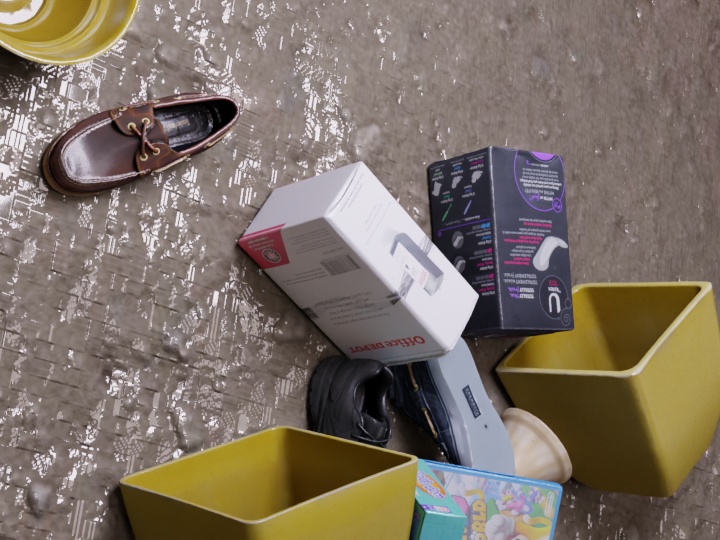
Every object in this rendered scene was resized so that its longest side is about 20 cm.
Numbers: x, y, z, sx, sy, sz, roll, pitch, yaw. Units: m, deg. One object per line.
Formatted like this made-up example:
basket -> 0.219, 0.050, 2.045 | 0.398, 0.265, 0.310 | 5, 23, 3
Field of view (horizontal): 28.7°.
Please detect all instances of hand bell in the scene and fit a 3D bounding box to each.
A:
hand bell -> 0.129, 0.252, 1.531 | 0.200, 0.104, 0.105 | -39, 108, -27

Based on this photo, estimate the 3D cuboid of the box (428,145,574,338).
box -> 0.158, -0.028, 1.580 | 0.121, 0.106, 0.202 | 3, 80, -39

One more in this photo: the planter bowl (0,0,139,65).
planter bowl -> -0.298, -0.270, 1.238 | 0.199, 0.083, 0.202 | 9, 76, -41

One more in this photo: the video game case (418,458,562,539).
video game case -> 0.098, 0.273, 1.440 | 0.198, 0.018, 0.145 | 11, 93, -9

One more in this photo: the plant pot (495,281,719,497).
plant pot -> 0.310, 0.149, 1.635 | 0.195, 0.193, 0.201 | -39, 116, -39

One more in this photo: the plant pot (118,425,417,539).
plant pot -> -0.075, 0.263, 1.274 | 0.199, 0.199, 0.178 | -15, 104, -42

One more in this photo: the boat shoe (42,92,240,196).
boat shoe -> -0.200, -0.125, 1.308 | 0.199, 0.070, 0.071 | -29, 102, -40

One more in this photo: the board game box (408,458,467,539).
board game box -> 0.039, 0.296, 1.339 | 0.045, 0.152, 0.202 | 9, 101, -15

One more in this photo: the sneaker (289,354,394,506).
sneaker -> -0.013, 0.180, 1.401 | 0.076, 0.090, 0.202 | 18, 72, -40

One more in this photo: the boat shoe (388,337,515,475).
boat shoe -> 0.095, 0.164, 1.499 | 0.071, 0.091, 0.202 | -24, 96, -44

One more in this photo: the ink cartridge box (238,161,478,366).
ink cartridge box -> 0.000, 0.000, 1.409 | 0.200, 0.145, 0.085 | 49, 53, -24
